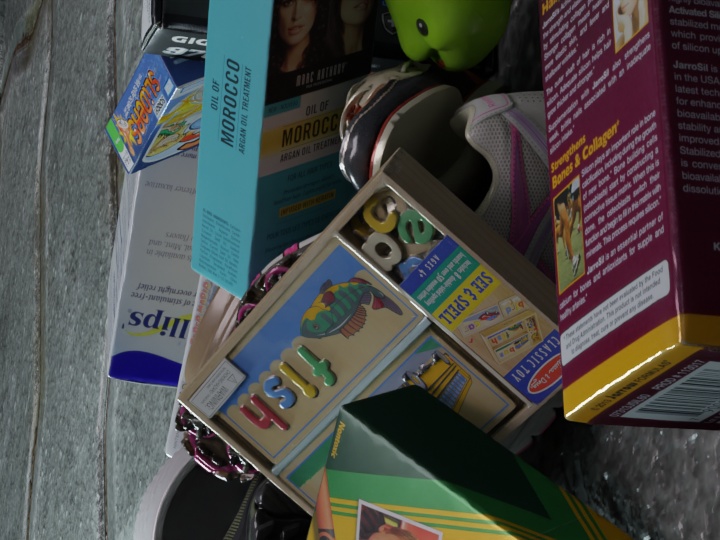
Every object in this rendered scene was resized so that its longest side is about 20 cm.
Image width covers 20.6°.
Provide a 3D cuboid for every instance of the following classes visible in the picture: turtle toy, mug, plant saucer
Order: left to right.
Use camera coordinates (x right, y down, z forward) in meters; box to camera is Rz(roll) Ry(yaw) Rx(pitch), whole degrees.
[{"bbox_3d":[-0.061,0.151,1.278,0.201,0.147,0.175,-61,9,-12],"label":"mug"},{"bbox_3d":[-0.053,0.007,1.261,0.201,0.029,0.200,-56,-9,-13],"label":"plant saucer"},{"bbox_3d":[0.068,-0.200,1.010,0.146,0.100,0.201,-158,75,-72],"label":"turtle toy"}]

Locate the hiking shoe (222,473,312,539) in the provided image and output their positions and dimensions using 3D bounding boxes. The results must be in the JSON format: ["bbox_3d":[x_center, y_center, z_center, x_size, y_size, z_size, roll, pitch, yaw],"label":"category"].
[{"bbox_3d":[-0.050,0.200,1.103,0.101,0.075,0.201,-148,73,-78],"label":"hiking shoe"}]

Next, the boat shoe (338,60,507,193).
[{"bbox_3d":[0.022,-0.075,1.022,0.200,0.062,0.072,-34,-36,-68],"label":"boat shoe"}]

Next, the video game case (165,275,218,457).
[{"bbox_3d":[-0.079,0.012,1.387,0.200,0.023,0.183,-55,-20,-64],"label":"video game case"}]

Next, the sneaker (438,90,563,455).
[{"bbox_3d":[0.064,-0.003,0.984,0.081,0.088,0.201,-132,50,-67],"label":"sneaker"}]

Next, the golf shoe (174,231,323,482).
[{"bbox_3d":[-0.028,0.027,1.051,0.200,0.073,0.092,-47,3,43],"label":"golf shoe"}]

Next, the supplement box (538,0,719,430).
[{"bbox_3d":[0.133,-0.048,0.787,0.110,0.085,0.201,135,137,-64],"label":"supplement box"}]

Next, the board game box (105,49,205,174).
[{"bbox_3d":[-0.049,-0.131,1.208,0.035,0.199,0.135,62,155,8],"label":"board game box"}]

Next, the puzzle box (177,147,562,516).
[{"bbox_3d":[0.010,0.048,0.970,0.200,0.133,0.025,-47,4,39],"label":"puzzle box"}]

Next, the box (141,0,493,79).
[{"bbox_3d":[-0.022,-0.192,1.130,0.046,0.199,0.160,144,130,-68],"label":"box"}]

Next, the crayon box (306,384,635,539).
[{"bbox_3d":[0.044,0.184,0.926,0.172,0.058,0.201,35,123,36],"label":"crayon box"}]

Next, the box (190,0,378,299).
[{"bbox_3d":[-0.039,-0.089,1.054,0.049,0.082,0.201,29,126,35],"label":"box"}]

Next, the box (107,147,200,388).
[{"bbox_3d":[-0.135,-0.032,1.556,0.184,0.104,0.201,-109,29,-70],"label":"box"}]
